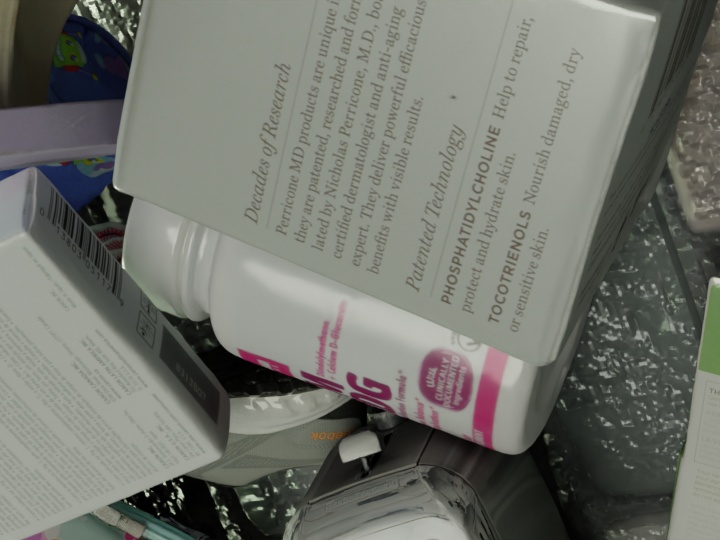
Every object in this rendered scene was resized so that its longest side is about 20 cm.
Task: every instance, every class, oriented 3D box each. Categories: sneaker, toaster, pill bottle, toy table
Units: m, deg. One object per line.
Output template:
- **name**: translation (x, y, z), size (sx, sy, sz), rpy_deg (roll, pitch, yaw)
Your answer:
- **sneaker**: translation (-0.092, 0.077, 1.143), size (0.199, 0.074, 0.080), rpy_deg (-4, 127, 9)
- **toaster**: translation (0.040, 0.163, 1.063), size (0.113, 0.129, 0.201), rpy_deg (-19, 94, 17)
- **pill bottle**: translation (0.000, 0.000, 1.047), size (0.199, 0.113, 0.114), rpy_deg (19, 125, 14)
- **toy table**: translation (-0.177, -0.099, 0.964), size (0.183, 0.199, 0.118), rpy_deg (-6, 91, 43)

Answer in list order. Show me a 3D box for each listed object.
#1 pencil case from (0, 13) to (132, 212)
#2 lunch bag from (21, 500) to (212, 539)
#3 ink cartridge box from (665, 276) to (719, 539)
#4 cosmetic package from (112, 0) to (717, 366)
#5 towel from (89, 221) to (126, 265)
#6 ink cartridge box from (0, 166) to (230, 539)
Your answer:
- **pencil case**: translation (-0.177, -0.042, 1.127), size (0.087, 0.078, 0.200), rpy_deg (26, 132, -31)
- **lunch bag**: translation (-0.135, 0.176, 1.192), size (0.160, 0.077, 0.200), rpy_deg (26, 154, 13)
- **ink cartridge box**: translation (0.218, 0.094, 1.043), size (0.145, 0.048, 0.201), rpy_deg (14, 123, 16)
- **cosmetic package**: translation (0.032, -0.100, 0.941), size (0.199, 0.167, 0.167), rpy_deg (22, 126, 12)
- **towel**: translation (-0.212, 0.039, 1.142), size (0.200, 0.146, 0.030), rpy_deg (-45, 62, 46)
- **ink cartridge box**: translation (-0.185, 0.057, 1.052), size (0.199, 0.057, 0.163), rpy_deg (-21, 129, 22)
